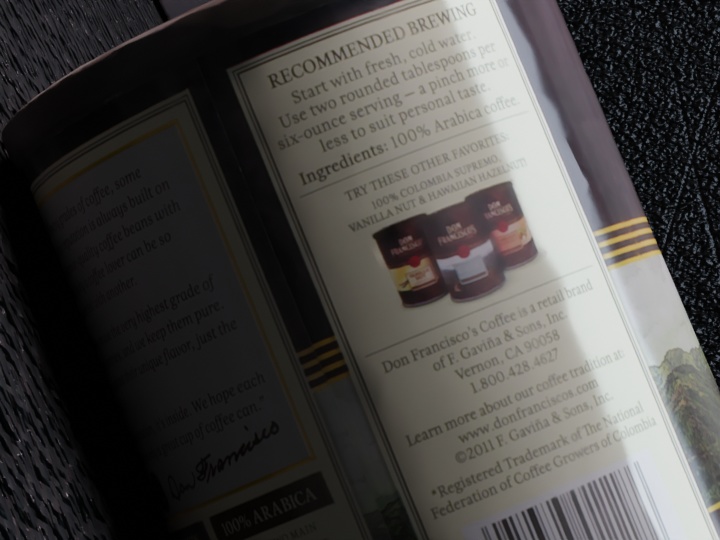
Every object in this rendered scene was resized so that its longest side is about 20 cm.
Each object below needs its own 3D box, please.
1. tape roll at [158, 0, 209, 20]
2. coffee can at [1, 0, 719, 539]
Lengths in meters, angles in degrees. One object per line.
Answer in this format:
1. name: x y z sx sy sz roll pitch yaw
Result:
1. tape roll: -0.065 -0.169 1.295 0.200 0.066 0.201 -24 90 -86
2. coffee can: 0.013 0.030 0.752 0.146 0.146 0.200 13 55 -84
